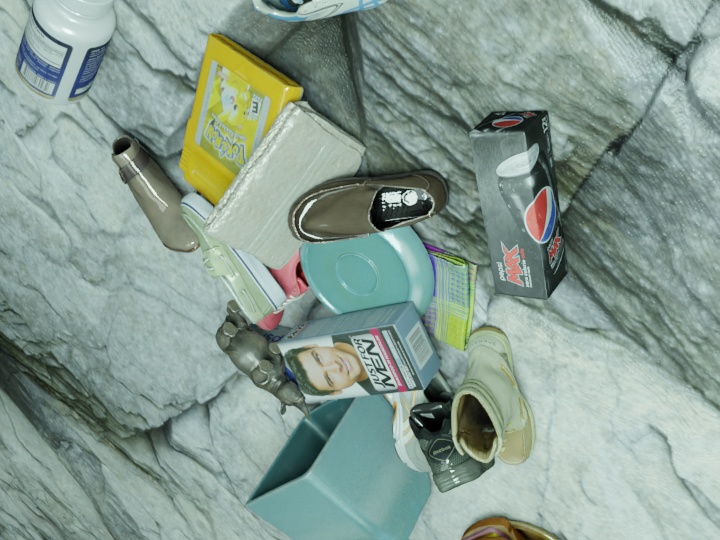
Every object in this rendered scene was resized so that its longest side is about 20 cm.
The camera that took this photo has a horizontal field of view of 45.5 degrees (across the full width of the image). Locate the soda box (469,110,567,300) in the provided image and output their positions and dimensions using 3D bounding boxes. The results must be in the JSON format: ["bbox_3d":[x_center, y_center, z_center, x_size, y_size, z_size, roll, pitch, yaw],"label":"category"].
[{"bbox_3d":[0.177,-0.070,0.945,0.070,0.063,0.201,6,123,36],"label":"soda box"}]

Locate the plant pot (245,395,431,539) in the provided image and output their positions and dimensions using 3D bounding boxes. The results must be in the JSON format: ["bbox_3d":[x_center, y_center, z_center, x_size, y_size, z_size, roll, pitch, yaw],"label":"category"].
[{"bbox_3d":[-0.012,0.323,1.288,0.200,0.196,0.196,44,137,-8],"label":"plant pot"}]

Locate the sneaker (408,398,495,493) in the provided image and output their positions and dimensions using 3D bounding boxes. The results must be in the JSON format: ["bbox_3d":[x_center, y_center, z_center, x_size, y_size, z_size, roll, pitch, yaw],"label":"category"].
[{"bbox_3d":[0.123,0.225,1.146,0.076,0.199,0.115,-24,77,13],"label":"sneaker"}]

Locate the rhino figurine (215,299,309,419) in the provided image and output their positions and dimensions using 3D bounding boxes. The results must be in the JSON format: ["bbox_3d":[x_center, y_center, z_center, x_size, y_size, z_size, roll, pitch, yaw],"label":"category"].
[{"bbox_3d":[-0.139,0.139,1.249,0.200,0.060,0.088,47,151,8],"label":"rhino figurine"}]

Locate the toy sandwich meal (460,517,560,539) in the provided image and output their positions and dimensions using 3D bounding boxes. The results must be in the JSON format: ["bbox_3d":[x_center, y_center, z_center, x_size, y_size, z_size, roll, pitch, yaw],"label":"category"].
[{"bbox_3d":[0.238,0.447,1.251,0.204,0.070,0.207,21,130,27],"label":"toy sandwich meal"}]

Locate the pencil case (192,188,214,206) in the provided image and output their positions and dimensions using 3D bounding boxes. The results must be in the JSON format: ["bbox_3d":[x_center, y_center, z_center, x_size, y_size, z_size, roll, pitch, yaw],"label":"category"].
[{"bbox_3d":[-0.158,-0.106,1.180,0.199,0.077,0.090,-17,88,44],"label":"pencil case"}]

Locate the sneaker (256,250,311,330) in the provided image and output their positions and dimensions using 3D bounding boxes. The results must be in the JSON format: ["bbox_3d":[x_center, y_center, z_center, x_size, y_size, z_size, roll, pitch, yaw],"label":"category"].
[{"bbox_3d":[-0.111,0.023,1.235,0.086,0.074,0.201,29,133,18],"label":"sneaker"}]

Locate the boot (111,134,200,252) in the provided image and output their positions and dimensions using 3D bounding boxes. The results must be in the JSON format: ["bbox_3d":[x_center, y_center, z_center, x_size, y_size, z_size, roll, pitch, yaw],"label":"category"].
[{"bbox_3d":[-0.304,-0.117,1.252,0.200,0.070,0.147,35,160,53],"label":"boot"}]

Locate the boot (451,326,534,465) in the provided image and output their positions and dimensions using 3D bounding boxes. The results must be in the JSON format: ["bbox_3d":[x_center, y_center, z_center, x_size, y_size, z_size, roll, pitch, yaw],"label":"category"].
[{"bbox_3d":[0.165,0.193,1.068,0.071,0.155,0.201,-8,114,21],"label":"boot"}]

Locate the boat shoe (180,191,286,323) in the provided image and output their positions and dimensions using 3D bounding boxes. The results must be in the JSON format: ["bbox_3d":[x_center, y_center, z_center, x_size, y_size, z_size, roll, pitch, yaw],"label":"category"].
[{"bbox_3d":[-0.179,-0.014,1.153,0.200,0.062,0.072,51,164,-16],"label":"boat shoe"}]

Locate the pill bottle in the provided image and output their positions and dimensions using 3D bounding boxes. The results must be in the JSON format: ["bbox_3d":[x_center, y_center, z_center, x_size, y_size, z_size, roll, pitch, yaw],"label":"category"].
[{"bbox_3d":[-0.407,-0.334,1.197,0.111,0.111,0.200,48,136,1],"label":"pill bottle"}]

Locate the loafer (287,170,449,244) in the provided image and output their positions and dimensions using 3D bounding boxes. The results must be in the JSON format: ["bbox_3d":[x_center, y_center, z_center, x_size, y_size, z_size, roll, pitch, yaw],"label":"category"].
[{"bbox_3d":[0.005,-0.077,1.015,0.198,0.071,0.074,-14,102,10],"label":"loafer"}]

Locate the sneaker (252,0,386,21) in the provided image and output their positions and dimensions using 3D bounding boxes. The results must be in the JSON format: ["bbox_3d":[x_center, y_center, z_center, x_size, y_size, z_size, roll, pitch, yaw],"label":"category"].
[{"bbox_3d":[-0.036,-0.312,0.942,0.199,0.072,0.072,0,117,38],"label":"sneaker"}]

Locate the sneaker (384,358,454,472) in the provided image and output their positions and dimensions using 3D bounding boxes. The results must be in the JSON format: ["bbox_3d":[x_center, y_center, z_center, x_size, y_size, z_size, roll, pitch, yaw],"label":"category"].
[{"bbox_3d":[0.093,0.204,1.200,0.091,0.076,0.201,1,120,33],"label":"sneaker"}]

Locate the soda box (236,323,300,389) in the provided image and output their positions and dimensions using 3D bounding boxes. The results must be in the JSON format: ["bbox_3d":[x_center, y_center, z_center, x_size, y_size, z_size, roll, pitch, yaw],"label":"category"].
[{"bbox_3d":[-0.102,0.135,1.310,0.199,0.068,0.064,9,125,33],"label":"soda box"}]

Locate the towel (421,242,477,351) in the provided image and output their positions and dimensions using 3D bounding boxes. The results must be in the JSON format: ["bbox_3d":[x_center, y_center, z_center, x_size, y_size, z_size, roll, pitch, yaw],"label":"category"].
[{"bbox_3d":[0.058,0.020,1.134,0.199,0.023,0.145,21,129,27],"label":"towel"}]

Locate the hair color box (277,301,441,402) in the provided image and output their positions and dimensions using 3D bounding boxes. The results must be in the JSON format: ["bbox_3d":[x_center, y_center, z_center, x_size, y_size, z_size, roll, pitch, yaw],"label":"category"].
[{"bbox_3d":[-0.004,0.111,1.136,0.199,0.061,0.100,-12,112,38],"label":"hair color box"}]

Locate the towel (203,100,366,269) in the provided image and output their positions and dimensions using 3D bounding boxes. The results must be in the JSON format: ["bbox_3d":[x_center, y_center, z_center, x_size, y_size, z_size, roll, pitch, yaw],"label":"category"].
[{"bbox_3d":[-0.092,-0.102,1.051,0.200,0.132,0.035,-51,44,11],"label":"towel"}]

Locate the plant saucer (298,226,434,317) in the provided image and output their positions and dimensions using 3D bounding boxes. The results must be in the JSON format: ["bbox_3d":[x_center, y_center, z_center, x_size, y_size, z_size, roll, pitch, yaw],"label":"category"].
[{"bbox_3d":[0.000,0.000,1.118,0.199,0.027,0.202,16,127,23],"label":"plant saucer"}]

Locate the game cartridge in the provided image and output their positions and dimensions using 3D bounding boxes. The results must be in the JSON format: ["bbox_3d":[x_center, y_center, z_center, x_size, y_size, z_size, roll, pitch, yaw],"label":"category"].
[{"bbox_3d":[-0.161,-0.175,1.096,0.176,0.032,0.201,38,120,34],"label":"game cartridge"}]
